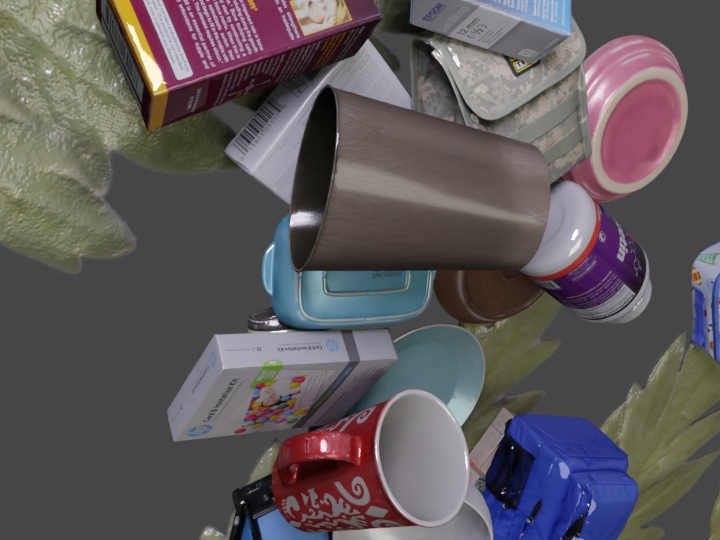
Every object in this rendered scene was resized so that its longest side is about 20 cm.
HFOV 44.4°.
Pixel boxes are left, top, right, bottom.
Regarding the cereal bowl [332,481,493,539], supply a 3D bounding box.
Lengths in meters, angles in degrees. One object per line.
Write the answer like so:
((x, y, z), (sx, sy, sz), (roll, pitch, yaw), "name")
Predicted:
((0.065, 0.305, 1.096), (0.196, 0.084, 0.203), (2, 125, 3), "cereal bowl")

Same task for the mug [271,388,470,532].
((-0.012, 0.200, 0.942), (0.177, 0.199, 0.134), (44, 49, -19), "mug")

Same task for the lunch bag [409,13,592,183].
((0.138, -0.174, 0.878), (0.163, 0.117, 0.202), (-33, 128, -24), "lunch bag")

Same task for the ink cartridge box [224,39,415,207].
((-0.020, -0.125, 0.868), (0.163, 0.057, 0.200), (-50, 151, 1), "ink cartridge box")

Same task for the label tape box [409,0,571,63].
((0.089, -0.284, 0.774), (0.197, 0.066, 0.146), (10, 74, -22), "label tape box")

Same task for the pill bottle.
((0.256, -0.013, 1.009), (0.199, 0.112, 0.113), (32, 97, -41), "pill bottle")

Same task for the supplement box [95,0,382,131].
((-0.097, -0.205, 0.704), (0.198, 0.086, 0.112), (-24, 88, -19), "supplement box")

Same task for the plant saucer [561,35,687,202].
((0.314, -0.171, 1.041), (0.198, 0.051, 0.203), (-16, 122, -26), "plant saucer")

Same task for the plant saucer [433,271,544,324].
((0.175, -0.019, 1.049), (0.198, 0.034, 0.203), (-15, 122, -25), "plant saucer")

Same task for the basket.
((0.051, -0.065, 0.766), (0.197, 0.138, 0.181), (6, 146, -16), "basket")

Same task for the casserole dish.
((0.000, 0.000, 0.871), (0.197, 0.039, 0.123), (-2, 102, -28), "casserole dish")

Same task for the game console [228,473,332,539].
((-0.086, 0.350, 1.034), (0.174, 0.116, 0.203), (-21, 126, -21), "game console")

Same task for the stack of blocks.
((0.169, 0.290, 1.202), (0.115, 0.059, 0.201), (31, 97, -40), "stack of blocks")

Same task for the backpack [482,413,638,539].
((0.236, 0.305, 1.107), (0.160, 0.168, 0.203), (12, 110, -29), "backpack")

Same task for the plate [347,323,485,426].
((0.066, 0.148, 1.078), (0.197, 0.026, 0.203), (-15, 122, -25), "plate")

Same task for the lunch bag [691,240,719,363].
((0.560, 0.041, 1.305), (0.159, 0.076, 0.202), (-29, 127, -13), "lunch bag")

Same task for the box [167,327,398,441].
((-0.081, 0.117, 0.911), (0.197, 0.042, 0.156), (2, 145, -32), "box")

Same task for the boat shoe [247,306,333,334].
((-0.030, 0.021, 0.923), (0.197, 0.073, 0.066), (-18, 104, -23), "boat shoe")
